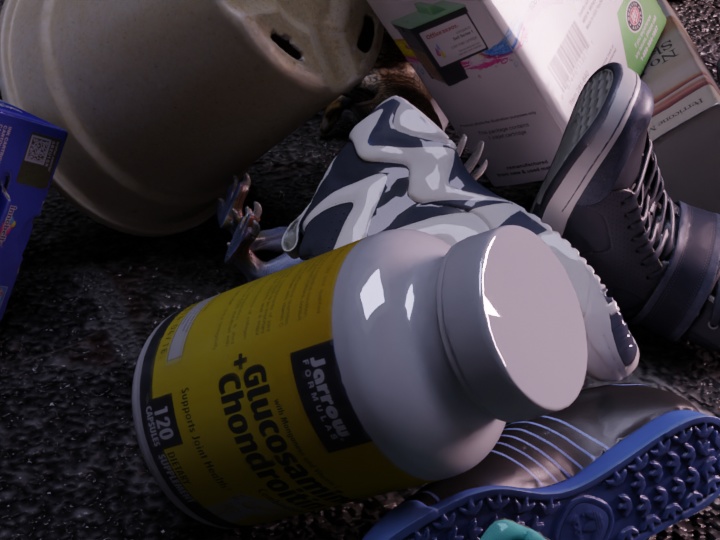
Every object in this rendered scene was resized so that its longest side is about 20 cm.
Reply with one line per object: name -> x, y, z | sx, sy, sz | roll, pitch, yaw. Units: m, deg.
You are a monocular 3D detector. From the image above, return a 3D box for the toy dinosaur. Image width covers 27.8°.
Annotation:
toy dinosaur -> 0.000, 0.000, 0.879 | 0.180, 0.201, 0.105 | 24, 4, -22

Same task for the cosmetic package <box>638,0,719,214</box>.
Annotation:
cosmetic package -> 0.190, -0.096, 0.957 | 0.103, 0.087, 0.201 | -32, 28, 15

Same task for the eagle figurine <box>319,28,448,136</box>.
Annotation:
eagle figurine -> 0.022, -0.137, 1.000 | 0.151, 0.152, 0.200 | -43, 19, -16

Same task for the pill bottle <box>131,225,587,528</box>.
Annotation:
pill bottle -> -0.002, 0.047, 0.664 | 0.199, 0.113, 0.112 | -21, 17, 36

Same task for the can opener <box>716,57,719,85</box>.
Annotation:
can opener -> 0.279, -0.140, 1.006 | 0.066, 0.053, 0.200 | -3, -3, 13

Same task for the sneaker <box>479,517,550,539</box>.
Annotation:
sneaker -> 0.014, 0.165, 0.567 | 0.077, 0.092, 0.199 | 22, 38, 34

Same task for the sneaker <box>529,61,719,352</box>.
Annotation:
sneaker -> 0.168, -0.028, 0.789 | 0.145, 0.203, 0.077 | 22, 67, 6

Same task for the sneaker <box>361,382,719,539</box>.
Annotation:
sneaker -> 0.079, 0.107, 0.693 | 0.199, 0.071, 0.078 | -17, 19, -21

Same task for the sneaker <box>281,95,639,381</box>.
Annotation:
sneaker -> 0.038, 0.015, 0.756 | 0.130, 0.080, 0.199 | -44, 73, -2

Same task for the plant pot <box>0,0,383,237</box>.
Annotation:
plant pot -> -0.093, -0.143, 0.902 | 0.183, 0.201, 0.200 | -21, 13, 43

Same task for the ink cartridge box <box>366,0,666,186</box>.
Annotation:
ink cartridge box -> 0.088, -0.175, 0.883 | 0.084, 0.200, 0.145 | -6, 42, 43

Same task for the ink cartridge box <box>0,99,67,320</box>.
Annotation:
ink cartridge box -> -0.261, -0.048, 0.866 | 0.199, 0.137, 0.076 | 25, 6, 34
